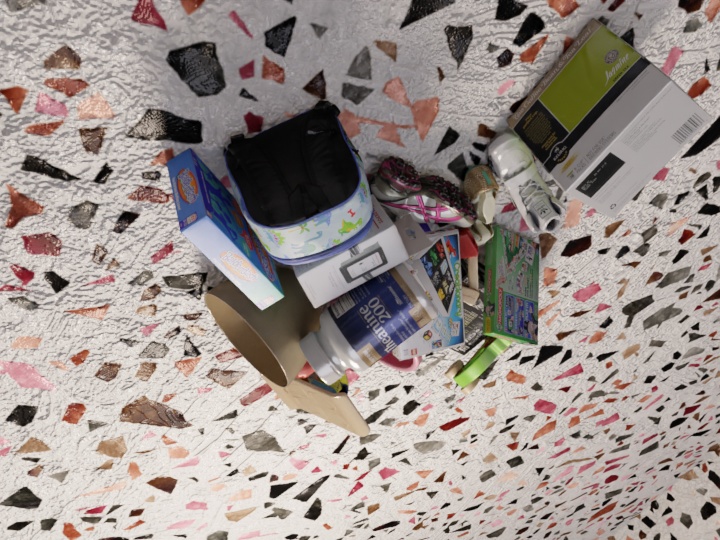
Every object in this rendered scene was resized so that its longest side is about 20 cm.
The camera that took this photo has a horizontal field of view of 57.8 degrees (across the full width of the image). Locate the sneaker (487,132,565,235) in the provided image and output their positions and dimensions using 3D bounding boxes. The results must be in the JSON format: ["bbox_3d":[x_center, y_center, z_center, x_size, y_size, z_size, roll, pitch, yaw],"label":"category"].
[{"bbox_3d":[0.285,-0.140,1.097,0.075,0.115,0.200,-33,138,10],"label":"sneaker"}]

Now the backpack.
[{"bbox_3d":[-0.075,-0.102,0.900,0.182,0.201,0.148,-22,139,-4],"label":"backpack"}]

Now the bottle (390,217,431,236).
[{"bbox_3d":[0.021,-0.047,1.092,0.198,0.084,0.066,-5,135,-20],"label":"bottle"}]

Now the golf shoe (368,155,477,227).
[{"bbox_3d":[0.099,-0.112,1.070,0.199,0.073,0.092,21,130,-23],"label":"golf shoe"}]

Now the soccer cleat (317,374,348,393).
[{"bbox_3d":[-0.060,0.201,1.306,0.064,0.084,0.201,-21,138,-4],"label":"soccer cleat"}]

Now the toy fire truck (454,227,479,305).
[{"bbox_3d":[0.156,0.036,1.152,0.140,0.049,0.201,-16,108,13],"label":"toy fire truck"}]

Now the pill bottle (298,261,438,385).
[{"bbox_3d":[0.009,0.081,0.988,0.199,0.111,0.111,-37,138,2],"label":"pill bottle"}]

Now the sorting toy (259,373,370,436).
[{"bbox_3d":[-0.087,0.259,1.317,0.037,0.199,0.186,-61,147,-27],"label":"sorting toy"}]

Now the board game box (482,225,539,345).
[{"bbox_3d":[0.286,0.031,1.227,0.134,0.202,0.029,17,161,-36],"label":"board game box"}]

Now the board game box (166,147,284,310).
[{"bbox_3d":[-0.190,-0.056,0.929,0.045,0.153,0.200,-30,139,6],"label":"board game box"}]

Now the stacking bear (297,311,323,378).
[{"bbox_3d":[-0.043,0.124,1.145,0.120,0.115,0.200,-2,170,-23],"label":"stacking bear"}]

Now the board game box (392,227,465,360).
[{"bbox_3d":[0.107,0.038,1.081,0.125,0.035,0.202,-11,106,-19],"label":"board game box"}]

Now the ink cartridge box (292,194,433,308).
[{"bbox_3d":[-0.006,-0.041,0.977,0.199,0.116,0.068,-28,124,-1],"label":"ink cartridge box"}]

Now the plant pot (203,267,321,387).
[{"bbox_3d":[-0.142,0.073,1.080,0.134,0.200,0.201,-43,144,-23],"label":"plant pot"}]

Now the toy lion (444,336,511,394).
[{"bbox_3d":[0.279,0.150,1.341,0.200,0.069,0.192,-44,173,-25],"label":"toy lion"}]

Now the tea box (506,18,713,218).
[{"bbox_3d":[0.365,-0.227,0.984,0.133,0.198,0.200,18,125,-37],"label":"tea box"}]

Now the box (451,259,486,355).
[{"bbox_3d":[0.190,0.063,1.282,0.199,0.086,0.164,26,118,-41],"label":"box"}]

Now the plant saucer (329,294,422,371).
[{"bbox_3d":[0.035,0.103,1.197,0.051,0.200,0.201,-50,145,-23],"label":"plant saucer"}]

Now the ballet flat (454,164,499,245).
[{"bbox_3d":[0.206,-0.091,1.147,0.070,0.066,0.201,-20,139,-10],"label":"ballet flat"}]
